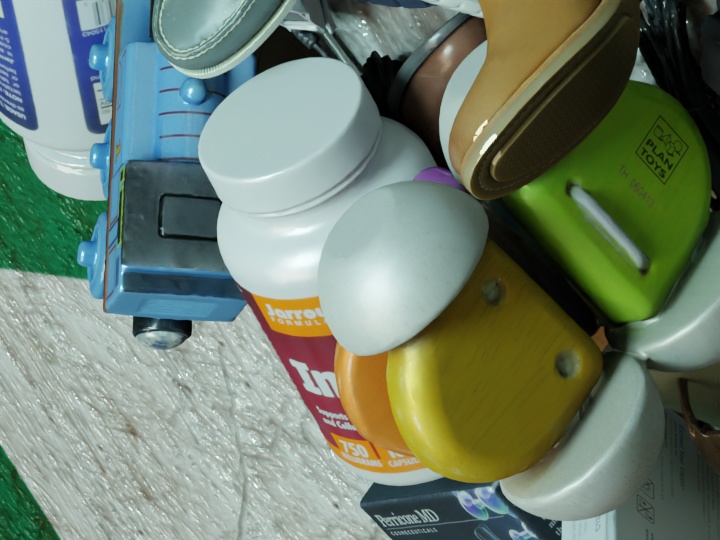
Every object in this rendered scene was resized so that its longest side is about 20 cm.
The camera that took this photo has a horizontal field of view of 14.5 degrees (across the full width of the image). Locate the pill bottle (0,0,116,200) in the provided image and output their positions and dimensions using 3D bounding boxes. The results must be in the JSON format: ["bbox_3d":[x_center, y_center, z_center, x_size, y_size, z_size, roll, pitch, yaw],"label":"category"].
[{"bbox_3d":[-0.155,-0.137,1.567,0.120,0.120,0.200,34,150,27],"label":"pill bottle"}]

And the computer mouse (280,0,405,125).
[{"bbox_3d":[-0.037,-0.152,1.429,0.200,0.044,0.110,48,-170,10],"label":"computer mouse"}]

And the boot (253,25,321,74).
[{"bbox_3d":[-0.006,-0.018,1.541,0.146,0.070,0.201,44,-148,-64],"label":"boot"}]

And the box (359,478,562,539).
[{"bbox_3d":[0.126,0.149,1.501,0.200,0.107,0.148,47,155,-13],"label":"box"}]

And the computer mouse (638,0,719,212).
[{"bbox_3d":[0.191,-0.062,1.207,0.200,0.053,0.139,6,130,54],"label":"computer mouse"}]

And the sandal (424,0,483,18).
[{"bbox_3d":[0.012,-0.149,1.233,0.202,0.050,0.082,15,-172,-36],"label":"sandal"}]

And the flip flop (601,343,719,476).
[{"bbox_3d":[0.201,0.085,1.316,0.200,0.058,0.081,32,145,-10],"label":"flip flop"}]

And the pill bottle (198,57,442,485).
[{"bbox_3d":[0.000,0.000,1.365,0.113,0.113,0.200,19,148,46],"label":"pill bottle"}]

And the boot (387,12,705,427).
[{"bbox_3d":[0.101,-0.019,1.358,0.200,0.068,0.189,42,152,22],"label":"boot"}]

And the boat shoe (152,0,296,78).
[{"bbox_3d":[-0.047,-0.179,1.274,0.073,0.200,0.062,38,-163,25],"label":"boat shoe"}]

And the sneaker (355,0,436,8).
[{"bbox_3d":[-0.010,-0.175,1.341,0.199,0.082,0.074,7,154,24],"label":"sneaker"}]

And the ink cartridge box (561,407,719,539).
[{"bbox_3d":[0.177,0.167,1.326,0.200,0.200,0.041,35,123,-20],"label":"ink cartridge box"}]

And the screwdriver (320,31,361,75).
[{"bbox_3d":[0.022,-0.069,1.492,0.200,0.028,0.029,54,-177,-5],"label":"screwdriver"}]

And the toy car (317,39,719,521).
[{"bbox_3d":[0.066,0.001,1.245,0.175,0.200,0.150,44,163,-23],"label":"toy car"}]

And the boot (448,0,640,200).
[{"bbox_3d":[0.053,-0.138,1.162,0.154,0.200,0.074,30,165,20],"label":"boot"}]

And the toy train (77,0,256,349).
[{"bbox_3d":[-0.093,-0.063,1.441,0.114,0.086,0.201,142,132,-72],"label":"toy train"}]
